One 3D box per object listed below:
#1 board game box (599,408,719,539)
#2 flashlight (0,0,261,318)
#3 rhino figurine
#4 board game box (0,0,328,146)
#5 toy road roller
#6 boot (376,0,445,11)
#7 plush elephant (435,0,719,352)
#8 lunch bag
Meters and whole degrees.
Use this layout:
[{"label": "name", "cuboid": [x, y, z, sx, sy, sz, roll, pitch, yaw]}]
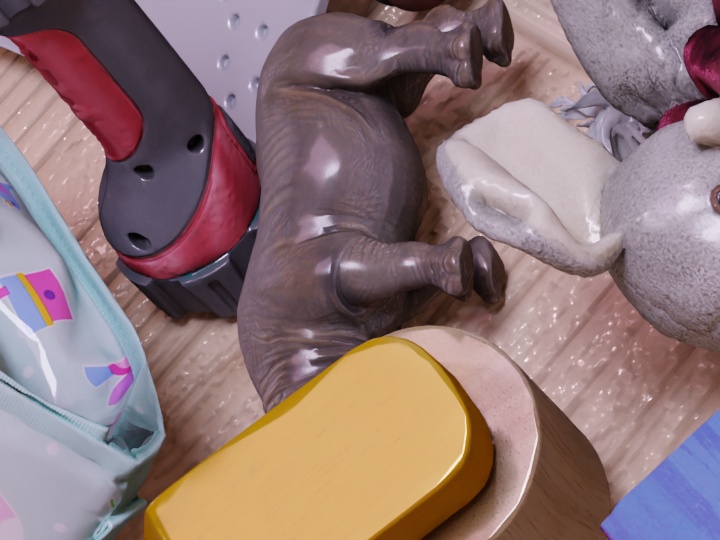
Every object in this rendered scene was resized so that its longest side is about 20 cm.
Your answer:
[{"label": "board game box", "cuboid": [0.155, 0.141, 0.467, 0.043, 0.200, 0.199, -43, 46, 3]}, {"label": "flashlight", "cuboid": [-0.091, -0.059, 0.762, 0.068, 0.200, 0.068, 3, 61, 32]}, {"label": "rhino figurine", "cuboid": [0.000, 0.000, 0.758, 0.087, 0.060, 0.201, -3, 69, 21]}, {"label": "board game box", "cuboid": [-0.064, -0.165, 0.884, 0.200, 0.026, 0.201, 23, 101, 41]}, {"label": "toy road roller", "cuboid": [0.000, 0.129, 0.639, 0.200, 0.123, 0.146, -40, 61, 4]}, {"label": "boot", "cuboid": [0.109, -0.128, 0.768, 0.200, 0.068, 0.189, 38, 109, 20]}, {"label": "plush elephant", "cuboid": [0.113, -0.048, 0.650, 0.155, 0.164, 0.200, -89, 22, -43]}, {"label": "lunch bag", "cuboid": [-0.161, 0.048, 0.749, 0.200, 0.122, 0.171, 49, 120, 25]}]
